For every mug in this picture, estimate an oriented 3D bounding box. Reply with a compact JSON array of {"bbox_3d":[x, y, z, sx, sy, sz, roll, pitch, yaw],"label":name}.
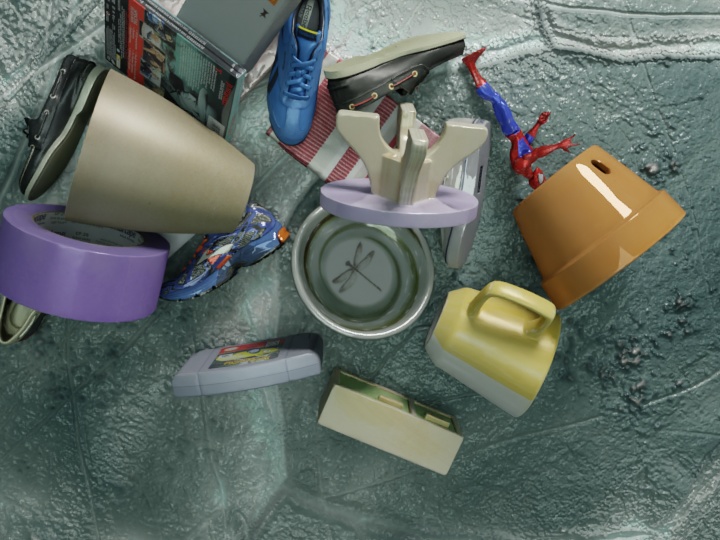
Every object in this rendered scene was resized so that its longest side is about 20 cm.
[{"bbox_3d":[0.178,0.083,1.008,0.152,0.150,0.188,24,113,3],"label":"mug"}]

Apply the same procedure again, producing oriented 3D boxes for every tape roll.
[{"bbox_3d":[-0.343,-0.013,0.923,0.197,0.200,0.086,17,102,-4],"label":"tape roll"}]

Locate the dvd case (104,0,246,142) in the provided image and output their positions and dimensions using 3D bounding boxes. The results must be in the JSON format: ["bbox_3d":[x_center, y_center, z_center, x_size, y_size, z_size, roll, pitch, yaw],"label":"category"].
[{"bbox_3d":[-0.236,-0.257,0.927,0.199,0.146,0.022,38,59,3],"label":"dvd case"}]

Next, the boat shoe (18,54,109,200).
[{"bbox_3d":[-0.406,-0.191,0.976,0.066,0.075,0.201,30,99,-4],"label":"boat shoe"}]

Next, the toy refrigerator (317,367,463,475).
[{"bbox_3d":[0.042,0.211,1.064,0.198,0.076,0.071,24,100,-5],"label":"toy refrigerator"}]

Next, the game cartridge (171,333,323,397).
[{"bbox_3d":[-0.150,0.129,1.015,0.197,0.133,0.041,-10,103,1],"label":"game cartridge"}]

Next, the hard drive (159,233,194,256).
[{"bbox_3d":[-0.275,-0.096,1.021,0.199,0.025,0.132,-40,99,7],"label":"hard drive"}]

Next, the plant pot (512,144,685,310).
[{"bbox_3d":[0.292,-0.064,0.963,0.199,0.200,0.141,-39,84,7],"label":"plant pot"}]

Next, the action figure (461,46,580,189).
[{"bbox_3d":[0.218,-0.208,0.984,0.098,0.065,0.202,-23,101,16],"label":"action figure"}]

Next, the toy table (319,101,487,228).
[{"bbox_3d":[0.053,-0.129,0.913,0.197,0.184,0.119,0,116,-14],"label":"toy table"}]

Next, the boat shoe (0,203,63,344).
[{"bbox_3d":[-0.448,0.006,1.021,0.070,0.063,0.202,24,99,-4],"label":"boat shoe"}]

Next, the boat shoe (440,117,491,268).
[{"bbox_3d":[0.127,-0.106,1.012,0.069,0.071,0.203,13,107,24],"label":"boat shoe"}]

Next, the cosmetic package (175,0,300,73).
[{"bbox_3d":[-0.133,-0.324,0.872,0.101,0.071,0.200,42,132,-8],"label":"cosmetic package"}]

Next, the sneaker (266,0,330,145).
[{"bbox_3d":[-0.078,-0.259,0.933,0.065,0.078,0.203,9,99,-11],"label":"sneaker"}]

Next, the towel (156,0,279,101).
[{"bbox_3d":[-0.193,-0.326,0.971,0.191,0.032,0.200,-44,101,7],"label":"towel"}]

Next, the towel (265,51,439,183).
[{"bbox_3d":[-0.008,-0.178,0.998,0.199,0.023,0.145,37,87,-7],"label":"towel"}]

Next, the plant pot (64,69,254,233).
[{"bbox_3d":[-0.239,-0.123,0.926,0.198,0.187,0.189,17,101,-19],"label":"plant pot"}]

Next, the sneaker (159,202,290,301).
[{"bbox_3d":[-0.196,-0.023,1.022,0.199,0.075,0.079,-32,92,-3],"label":"sneaker"}]

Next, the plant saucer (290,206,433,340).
[{"bbox_3d":[0.000,0.000,1.009,0.197,0.050,0.203,5,71,-13],"label":"plant saucer"}]

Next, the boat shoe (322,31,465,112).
[{"bbox_3d":[0.049,-0.260,0.963,0.199,0.074,0.064,-24,116,-15],"label":"boat shoe"}]
